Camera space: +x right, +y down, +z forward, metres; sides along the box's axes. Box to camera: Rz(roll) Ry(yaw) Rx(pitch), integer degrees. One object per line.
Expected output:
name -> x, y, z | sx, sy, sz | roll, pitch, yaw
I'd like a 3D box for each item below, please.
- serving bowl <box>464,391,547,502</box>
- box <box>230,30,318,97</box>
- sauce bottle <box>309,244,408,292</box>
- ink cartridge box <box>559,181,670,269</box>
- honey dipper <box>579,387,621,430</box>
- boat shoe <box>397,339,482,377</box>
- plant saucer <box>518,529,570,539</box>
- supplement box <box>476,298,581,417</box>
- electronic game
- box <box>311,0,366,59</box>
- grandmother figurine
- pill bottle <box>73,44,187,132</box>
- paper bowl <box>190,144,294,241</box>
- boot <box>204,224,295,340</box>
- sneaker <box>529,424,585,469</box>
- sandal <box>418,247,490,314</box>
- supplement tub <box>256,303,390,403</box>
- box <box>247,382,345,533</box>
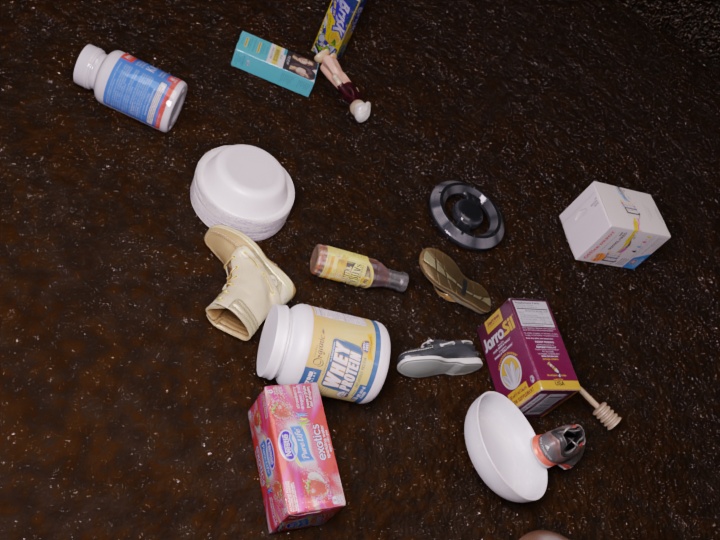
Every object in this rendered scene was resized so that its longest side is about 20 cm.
serving bowl -> 0.249, 0.322, 1.212 | 0.200, 0.066, 0.201 | 35, 34, -29
box -> -0.204, -0.496, 1.627 | 0.198, 0.049, 0.083 | 19, 49, -14
sauce bottle -> 0.000, 0.000, 1.344 | 0.198, 0.066, 0.066 | 13, 50, -17
ink cartridge box -> 0.642, -0.112, 1.722 | 0.198, 0.148, 0.146 | 7, 52, -23
honey dipper -> 0.461, 0.248, 1.423 | 0.200, 0.038, 0.038 | 47, 48, 13
boat shoe -> 0.146, 0.164, 1.297 | 0.199, 0.076, 0.061 | 9, 51, -38
plant saucer -> 0.340, 0.535, 1.137 | 0.199, 0.037, 0.202 | 14, 51, -18
supplement box -> 0.329, 0.174, 1.344 | 0.102, 0.131, 0.201 | 5, 53, -25
electronic game -> 0.252, -0.132, 1.598 | 0.198, 0.042, 0.201 | 14, 52, -18
box -> -0.051, -0.627, 1.707 | 0.070, 0.200, 0.064 | 35, 46, 1
grandmother figurine -> -0.036, -0.451, 1.676 | 0.121, 0.060, 0.201 | -7, 62, -54
pill bottle -> -0.457, -0.366, 1.347 | 0.199, 0.112, 0.113 | 24, 47, -11
paper bowl -> -0.225, -0.165, 1.325 | 0.199, 0.105, 0.202 | 14, 49, -17
boot -> -0.230, 0.019, 1.200 | 0.200, 0.073, 0.156 | 43, 44, 0
sneaker -> 0.394, 0.325, 1.267 | 0.199, 0.082, 0.078 | 6, 54, -53
sandal -> 0.194, 0.033, 1.440 | 0.199, 0.054, 0.081 | 36, 50, -19
supplement tub -> -0.064, 0.139, 1.148 | 0.198, 0.145, 0.146 | 14, 50, -18
box -> -0.103, 0.286, 1.045 | 0.095, 0.100, 0.201 | 1, 56, -28
